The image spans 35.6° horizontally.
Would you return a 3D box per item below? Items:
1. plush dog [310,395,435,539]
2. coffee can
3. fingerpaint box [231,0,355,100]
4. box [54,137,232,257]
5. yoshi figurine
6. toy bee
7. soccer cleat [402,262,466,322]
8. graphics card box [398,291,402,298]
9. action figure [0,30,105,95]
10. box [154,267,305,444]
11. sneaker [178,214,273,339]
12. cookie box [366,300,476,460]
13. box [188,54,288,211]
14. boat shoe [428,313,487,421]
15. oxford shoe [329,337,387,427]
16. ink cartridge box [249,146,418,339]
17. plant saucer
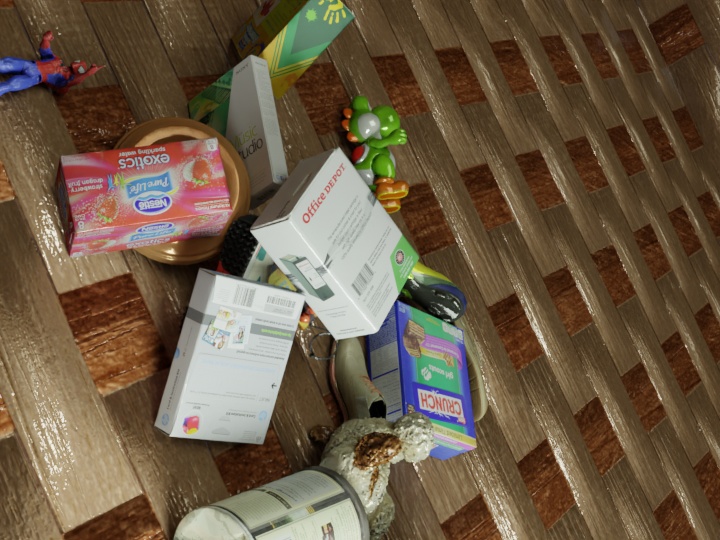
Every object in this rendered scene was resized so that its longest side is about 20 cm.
[{"bbox_3d":[-0.008,0.264,1.479,0.159,0.202,0.172,30,11,5],"label":"plush dog"},{"bbox_3d":[-0.105,0.328,1.332,0.199,0.145,0.149,-8,74,-52],"label":"coffee can"},{"bbox_3d":[-0.105,-0.363,1.684,0.073,0.167,0.200,40,9,-26],"label":"fingerpaint box"},{"bbox_3d":[-0.266,-0.090,1.372,0.197,0.095,0.101,-9,76,-22],"label":"box"},{"bbox_3d":[0.040,-0.204,1.888,0.112,0.111,0.203,24,47,-61],"label":"yoshi figurine"},{"bbox_3d":[-0.092,0.035,1.546,0.198,0.109,0.133,26,82,-13],"label":"toy bee"},{"bbox_3d":[0.086,0.012,1.817,0.199,0.065,0.084,36,20,-1],"label":"soccer cleat"},{"bbox_3d":[0.000,0.000,1.633,0.200,0.050,0.128,-24,97,-72],"label":"graphics card box"},{"bbox_3d":[-0.401,-0.255,1.383,0.199,0.098,0.066,-22,86,-56],"label":"action figure"},{"bbox_3d":[-0.160,0.111,1.399,0.155,0.041,0.204,13,93,-46],"label":"box"},{"bbox_3d":[-0.159,0.033,1.464,0.093,0.070,0.202,36,76,-54],"label":"sneaker"},{"bbox_3d":[0.093,0.171,1.731,0.170,0.075,0.203,25,51,-41],"label":"cookie box"},{"bbox_3d":[-0.173,-0.179,1.569,0.036,0.143,0.203,13,58,-46],"label":"box"},{"bbox_3d":[0.174,0.150,1.847,0.064,0.071,0.203,6,63,-48],"label":"boat shoe"},{"bbox_3d":[0.007,0.180,1.621,0.070,0.073,0.203,11,60,-46],"label":"oxford shoe"},{"bbox_3d":[-0.030,-0.035,1.462,0.201,0.083,0.147,53,49,-24],"label":"ink cartridge box"},{"bbox_3d":[-0.237,-0.110,1.462,0.197,0.037,0.204,6,72,-19],"label":"plant saucer"}]
